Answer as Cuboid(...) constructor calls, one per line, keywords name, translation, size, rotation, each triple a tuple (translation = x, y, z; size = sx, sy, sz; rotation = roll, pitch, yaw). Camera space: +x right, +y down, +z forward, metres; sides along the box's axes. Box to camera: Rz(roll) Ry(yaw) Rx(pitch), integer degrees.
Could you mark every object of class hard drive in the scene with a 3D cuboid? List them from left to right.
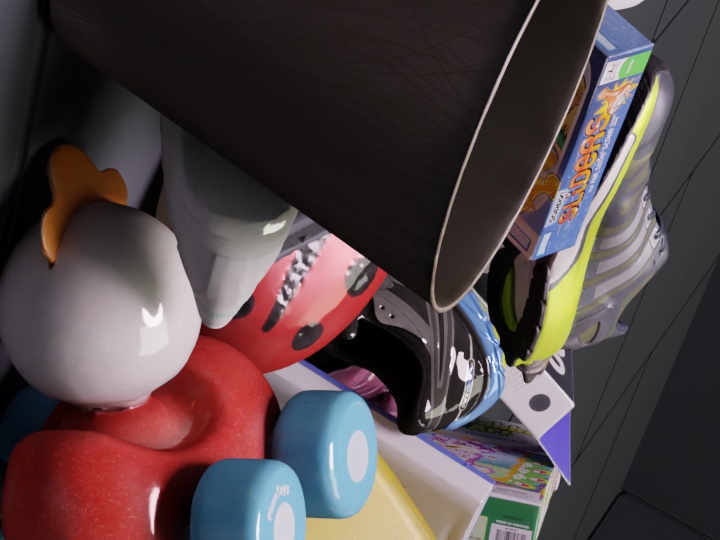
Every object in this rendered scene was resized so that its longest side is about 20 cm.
Cuboid(name="hard drive", translation=(-0.030, 0.107, 1.607), size=(0.025, 0.199, 0.132), rotation=(-51, 168, -40))

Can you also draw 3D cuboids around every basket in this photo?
Cuboid(name="basket", translation=(-0.016, -0.107, 1.199), size=(0.181, 0.199, 0.136), rotation=(-66, 165, 7))

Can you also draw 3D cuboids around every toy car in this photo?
Cuboid(name="toy car", translation=(-0.109, 0.034, 1.337), size=(0.177, 0.183, 0.201), rotation=(-39, 126, -61))

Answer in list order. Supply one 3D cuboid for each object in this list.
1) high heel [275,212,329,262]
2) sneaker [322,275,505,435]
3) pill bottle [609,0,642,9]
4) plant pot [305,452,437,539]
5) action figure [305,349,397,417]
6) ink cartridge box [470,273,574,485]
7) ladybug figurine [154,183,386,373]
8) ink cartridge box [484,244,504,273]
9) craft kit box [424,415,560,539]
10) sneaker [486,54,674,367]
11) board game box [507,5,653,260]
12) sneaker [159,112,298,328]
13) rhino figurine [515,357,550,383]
Cuboid(name="high heel", translation=(-0.002, -0.095, 1.365), size=(0.142, 0.071, 0.201), rotation=(-28, -139, 23))
Cuboid(name="sneaker", translation=(0.000, 0.000, 1.555), size=(0.082, 0.200, 0.071), rotation=(-30, 173, -28))
Cuboid(name="pill bottle", translation=(0.171, -0.274, 1.831), size=(0.113, 0.113, 0.201), rotation=(-48, 162, -47))
Cuboid(name="plant pot", translation=(-0.029, 0.224, 1.488), size=(0.200, 0.177, 0.200), rotation=(-45, -172, -14))
Cuboid(name="action figure", translation=(-0.012, 0.040, 1.706), size=(0.149, 0.134, 0.200), rotation=(-49, 153, 1))
Cuboid(name="ink cartridge box", translation=(0.096, 0.004, 1.842), size=(0.043, 0.200, 0.199), rotation=(-27, -148, 22))
Cuboid(name="ladybug figurine", translation=(-0.031, -0.033, 1.476), size=(0.072, 0.135, 0.201), rotation=(24, -89, 63))
Cuboid(name="ink cartridge box", translation=(0.066, -0.119, 1.662), size=(0.146, 0.083, 0.201), rotation=(93, 8, -64))
Cuboid(name="craft kit box", translation=(0.025, 0.125, 1.834), size=(0.198, 0.199, 0.049), rotation=(-44, 145, -80))
Cuboid(name="sneaker", translation=(0.130, -0.036, 1.546), size=(0.080, 0.074, 0.201), rotation=(-6, 135, -29))
Cuboid(name="board game box", translation=(0.057, -0.120, 1.499), size=(0.034, 0.200, 0.136), rotation=(-18, 141, -38))
Cuboid(name="sneaker", translation=(-0.065, -0.063, 1.305), size=(0.089, 0.075, 0.201), rotation=(106, -10, -45))
Cuboid(name="rhino figurine", translation=(0.118, -0.018, 1.650), size=(0.088, 0.059, 0.201), rotation=(-67, 169, -58))
